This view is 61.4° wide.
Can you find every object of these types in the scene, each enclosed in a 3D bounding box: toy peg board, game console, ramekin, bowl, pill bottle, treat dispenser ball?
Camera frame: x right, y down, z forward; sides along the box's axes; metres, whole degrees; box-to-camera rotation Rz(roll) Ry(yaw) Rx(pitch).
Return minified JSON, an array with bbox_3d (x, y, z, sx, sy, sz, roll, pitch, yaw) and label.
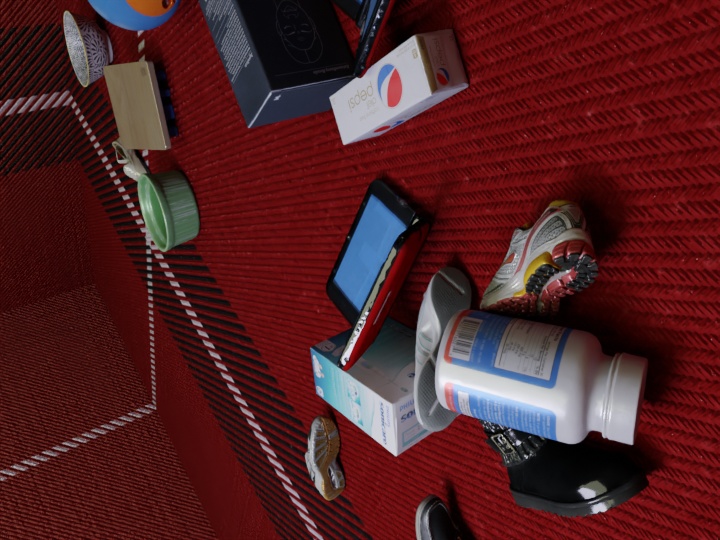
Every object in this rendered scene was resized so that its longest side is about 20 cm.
[{"bbox_3d":[-0.525,-0.415,1.512,0.195,0.097,0.206,9,116,37],"label":"toy peg board"},{"bbox_3d":[0.000,0.000,0.822,0.117,0.172,0.204,30,114,11],"label":"game console"},{"bbox_3d":[-0.008,-0.362,0.687,0.201,0.116,0.176,120,164,-52],"label":"game console"},{"bbox_3d":[-0.497,-0.161,1.579,0.199,0.096,0.205,34,133,44],"label":"ramekin"},{"bbox_3d":[-0.775,-0.642,1.746,0.199,0.093,0.206,32,132,44],"label":"bowl"},{"bbox_3d":[0.185,0.112,0.629,0.195,0.112,0.115,11,118,30],"label":"pill bottle"},{"bbox_3d":[-0.440,-0.572,1.167,0.199,0.197,0.206,33,133,43],"label":"treat dispenser ball"}]

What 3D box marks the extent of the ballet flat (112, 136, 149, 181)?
[{"bbox_3d":[-0.691,-0.322,1.820,0.202,0.068,0.070,56,146,21],"label":"ballet flat"}]

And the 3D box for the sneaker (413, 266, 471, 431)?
[{"bbox_3d":[0.103,0.104,0.782,0.080,0.068,0.206,126,155,-70],"label":"sneaker"}]

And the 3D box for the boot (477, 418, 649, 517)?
[{"bbox_3d":[0.211,0.189,0.699,0.210,0.078,0.161,-32,80,58],"label":"boot"}]

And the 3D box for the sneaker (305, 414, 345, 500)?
[{"bbox_3d":[-0.089,0.384,1.273,0.087,0.074,0.206,25,126,48],"label":"sneaker"}]

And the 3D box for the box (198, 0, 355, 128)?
[{"bbox_3d":[-0.116,-0.328,0.853,0.107,0.146,0.205,-28,83,58],"label":"box"}]

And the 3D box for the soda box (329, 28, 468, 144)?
[{"bbox_3d":[0.040,-0.221,0.751,0.198,0.063,0.070,-12,98,58],"label":"soda box"}]

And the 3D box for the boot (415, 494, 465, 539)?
[{"bbox_3d":[0.169,0.447,0.914,0.152,0.073,0.209,2,115,54],"label":"boot"}]

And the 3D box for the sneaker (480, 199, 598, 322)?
[{"bbox_3d":[0.188,-0.001,0.650,0.201,0.076,0.084,121,158,-61],"label":"sneaker"}]

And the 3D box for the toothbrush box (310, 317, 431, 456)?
[{"bbox_3d":[0.040,0.155,0.882,0.198,0.144,0.088,22,126,49],"label":"toothbrush box"}]
